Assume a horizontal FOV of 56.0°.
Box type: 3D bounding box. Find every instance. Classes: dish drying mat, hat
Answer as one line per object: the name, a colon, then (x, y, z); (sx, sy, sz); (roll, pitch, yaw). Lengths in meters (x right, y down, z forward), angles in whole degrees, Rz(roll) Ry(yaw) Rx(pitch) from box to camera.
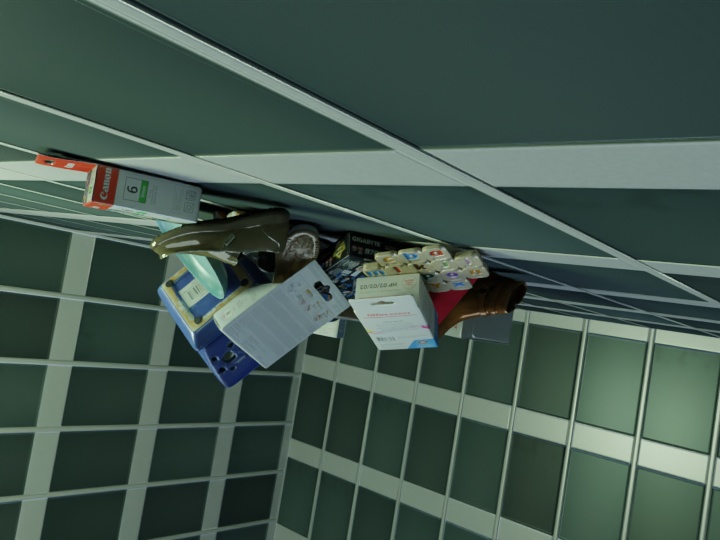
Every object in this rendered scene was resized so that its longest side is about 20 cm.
dish drying mat: (0.147, 0.056, 1.267); (0.076, 0.201, 0.018); (18, -149, -32)
hat: (-0.157, -0.031, 1.389); (0.198, 0.082, 0.201); (10, 178, 0)

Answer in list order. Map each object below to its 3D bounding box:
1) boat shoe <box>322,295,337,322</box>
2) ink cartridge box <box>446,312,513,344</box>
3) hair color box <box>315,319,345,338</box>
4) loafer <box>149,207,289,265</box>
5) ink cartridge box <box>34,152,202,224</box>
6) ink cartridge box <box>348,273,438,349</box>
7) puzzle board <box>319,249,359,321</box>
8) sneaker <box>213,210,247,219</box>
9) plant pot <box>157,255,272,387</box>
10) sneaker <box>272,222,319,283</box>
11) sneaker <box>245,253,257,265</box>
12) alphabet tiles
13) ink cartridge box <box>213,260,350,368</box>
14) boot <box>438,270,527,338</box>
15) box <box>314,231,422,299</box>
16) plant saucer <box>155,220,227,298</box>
boat shoe: (-0.074, 0.021, 1.505); (0.068, 0.202, 0.084); (-4, 149, -28)
ink cartridge box: (0.235, 0.080, 1.563); (0.145, 0.149, 0.199); (11, 177, -30)
hair color box: (-0.079, 0.061, 1.698); (0.098, 0.203, 0.061); (9, 178, 17)
loafer: (-0.192, -0.039, 0.939); (0.197, 0.068, 0.076); (-11, -171, 1)
ink cartridge box: (-0.318, -0.102, 0.882); (0.198, 0.051, 0.109); (10, 178, -28)
ink cartridge box: (0.060, 0.065, 1.166); (0.114, 0.069, 0.200); (-5, 149, 16)
puzzle board: (-0.017, 0.034, 1.467); (0.149, 0.201, 0.017); (12, 132, -33)
sneaker: (-0.195, -0.059, 1.113); (0.076, 0.079, 0.199); (-1, -175, -28)
plant pot: (-0.258, 0.069, 1.295); (0.200, 0.199, 0.180); (46, 171, 33)
sneaker: (-0.113, -0.051, 1.188); (0.070, 0.114, 0.200); (12, 146, -12)
sneaker: (-0.271, -0.052, 1.573); (0.076, 0.115, 0.199); (18, 144, -40)
alphabet tiles: (0.109, -0.001, 1.129); (0.198, 0.015, 0.196); (-7, 158, 22)
ink cartridge box: (-0.136, 0.071, 1.204); (0.057, 0.199, 0.163); (48, 176, 40)
boot: (0.226, 0.073, 1.346); (0.154, 0.200, 0.074); (12, 143, 43)
box: (0.000, 0.000, 1.221); (0.157, 0.047, 0.200); (12, 156, -27)
plant saucer: (-0.283, -0.040, 1.142); (0.200, 0.027, 0.201); (43, 158, 22)
